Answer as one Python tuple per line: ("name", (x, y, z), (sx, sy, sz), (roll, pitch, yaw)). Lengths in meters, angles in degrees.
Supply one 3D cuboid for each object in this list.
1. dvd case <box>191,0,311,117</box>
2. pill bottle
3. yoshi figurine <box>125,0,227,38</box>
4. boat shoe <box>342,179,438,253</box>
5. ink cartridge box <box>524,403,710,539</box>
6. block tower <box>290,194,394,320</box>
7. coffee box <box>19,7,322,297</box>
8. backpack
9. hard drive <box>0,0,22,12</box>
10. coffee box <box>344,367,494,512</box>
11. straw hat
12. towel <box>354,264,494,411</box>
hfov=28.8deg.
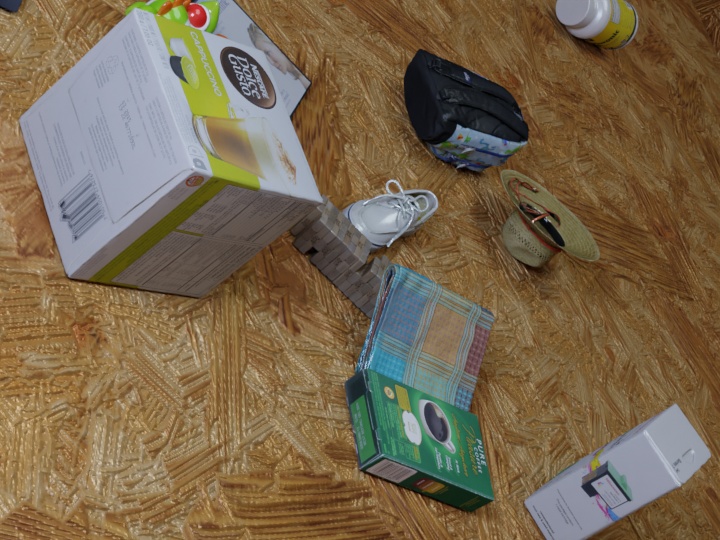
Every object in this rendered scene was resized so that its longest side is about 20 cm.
("dvd case", (-0.153, -0.291, 1.880), (0.200, 0.018, 0.143), (45, 31, -14))
("pill bottle", (0.498, -0.540, 2.976), (0.199, 0.111, 0.112), (7, 53, -51))
("yoshi figurine", (-0.238, -0.276, 1.697), (0.200, 0.112, 0.113), (-16, 112, -73))
("boat shoe", (0.051, -0.078, 1.878), (0.202, 0.086, 0.075), (-13, 69, -59))
("ink cartridge box", (0.330, 0.266, 1.800), (0.084, 0.200, 0.145), (58, 30, 8))
("block tower", (0.000, 0.000, 1.756), (0.200, 0.058, 0.054), (43, 31, -14))
("coffee box", (-0.195, -0.114, 1.449), (0.197, 0.200, 0.201), (10, 51, -51))
("backpack", (0.168, -0.236, 2.176), (0.199, 0.154, 0.164), (3, 51, -27))
("hard drive", (-0.449, -0.375, 1.521), (0.199, 0.042, 0.136), (26, 39, -39))
("coffee box", (0.071, 0.202, 1.654), (0.199, 0.044, 0.124), (25, 40, -39))
("straw hat", (0.267, -0.057, 2.167), (0.200, 0.085, 0.201), (34, 24, -17))
("towel", (0.085, 0.090, 1.738), (0.199, 0.022, 0.148), (25, 77, -40))
